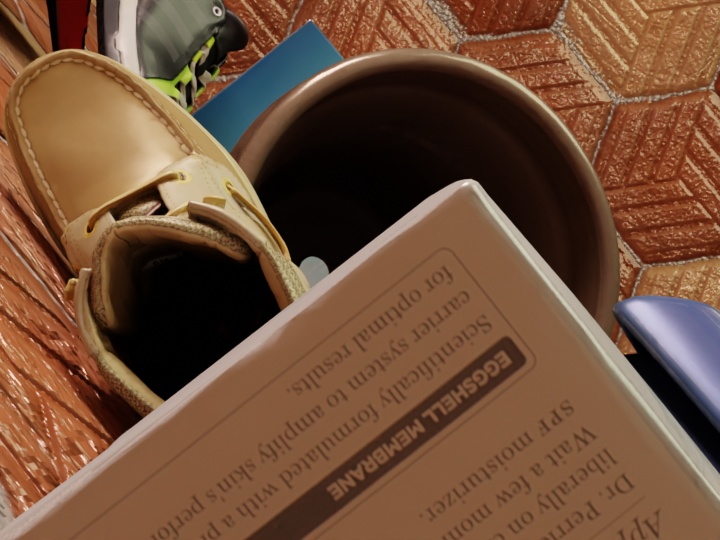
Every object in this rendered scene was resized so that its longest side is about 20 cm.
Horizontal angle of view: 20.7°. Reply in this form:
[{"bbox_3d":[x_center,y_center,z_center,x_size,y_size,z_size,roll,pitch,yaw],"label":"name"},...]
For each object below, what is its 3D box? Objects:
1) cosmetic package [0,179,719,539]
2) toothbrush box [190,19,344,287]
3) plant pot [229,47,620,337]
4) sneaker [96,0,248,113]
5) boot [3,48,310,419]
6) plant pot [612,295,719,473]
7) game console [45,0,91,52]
[{"bbox_3d":[0.038,0.092,0.462,0.200,0.123,0.199,52,1,-1],"label":"cosmetic package"},{"bbox_3d":[-0.020,-0.025,1.197,0.200,0.146,0.085,51,1,15],"label":"toothbrush box"},{"bbox_3d":[0.000,0.000,0.973,0.200,0.200,0.175,51,-17,-13],"label":"plant pot"},{"bbox_3d":[-0.100,-0.124,1.070,0.072,0.083,0.200,107,-19,-55],"label":"sneaker"},{"bbox_3d":[-0.067,-0.007,0.653,0.200,0.073,0.155,57,0,12],"label":"boot"},{"bbox_3d":[0.120,0.138,0.747,0.200,0.180,0.200,53,2,37],"label":"plant pot"},{"bbox_3d":[-0.186,-0.235,1.173,0.177,0.031,0.200,123,-40,-68],"label":"game console"}]
